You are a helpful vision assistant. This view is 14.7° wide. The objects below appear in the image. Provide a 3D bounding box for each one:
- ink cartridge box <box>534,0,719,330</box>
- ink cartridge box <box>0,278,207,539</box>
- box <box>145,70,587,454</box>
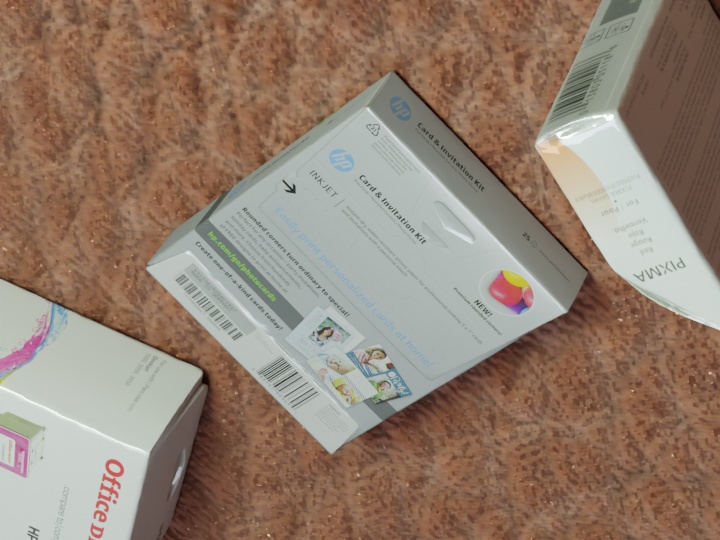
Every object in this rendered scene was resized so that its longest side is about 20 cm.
[{"bbox_3d":[0.165,-0.029,1.331,0.050,0.162,0.200,-18,115,29],"label":"ink cartridge box"},{"bbox_3d":[-0.206,0.093,1.673,0.200,0.085,0.145,23,132,8],"label":"ink cartridge box"},{"bbox_3d":[0.000,0.000,1.523,0.156,0.041,0.200,45,133,-12],"label":"box"}]
